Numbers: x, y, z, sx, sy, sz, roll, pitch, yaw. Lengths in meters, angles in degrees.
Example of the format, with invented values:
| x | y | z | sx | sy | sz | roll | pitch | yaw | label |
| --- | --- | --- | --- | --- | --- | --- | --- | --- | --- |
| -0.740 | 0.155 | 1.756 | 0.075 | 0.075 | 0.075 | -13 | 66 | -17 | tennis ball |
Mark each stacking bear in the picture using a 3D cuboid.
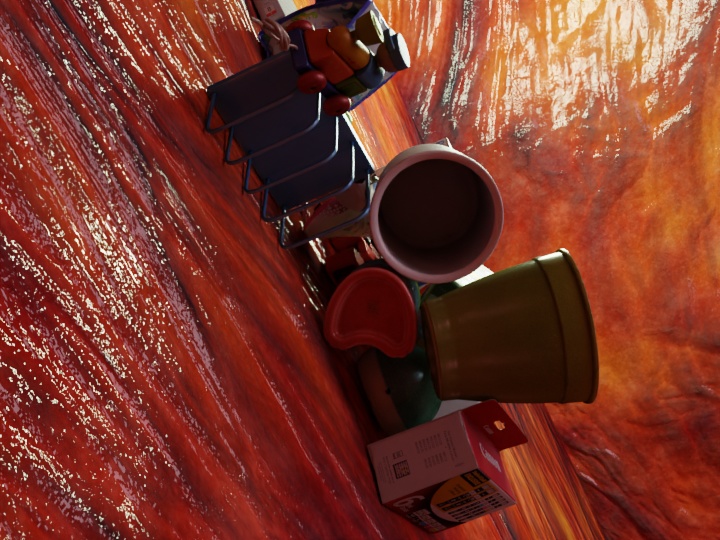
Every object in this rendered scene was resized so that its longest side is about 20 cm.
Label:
| x | y | z | sx | sy | sz | roll | pitch | yaw | label |
| --- | --- | --- | --- | --- | --- | --- | --- | --- | --- |
| 0.031 | 0.038 | 1.457 | 0.200 | 0.121 | 0.114 | -36 | 134 | -78 | stacking bear |

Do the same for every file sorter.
| x | y | z | sx | sy | sz | roll | pitch | yaw | label |
| --- | --- | --- | --- | --- | --- | --- | --- | --- | --- |
| -0.086 | -0.146 | 1.325 | 0.200 | 0.138 | 0.123 | 58 | 18 | -33 | file sorter |

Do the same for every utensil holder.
| x | y | z | sx | sy | sz | roll | pitch | yaw | label |
| --- | --- | --- | --- | --- | --- | --- | --- | --- | --- |
| 0.096 | -0.086 | 1.441 | 0.200 | 0.170 | 0.170 | -88 | 152 | -78 | utensil holder |

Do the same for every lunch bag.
| x | y | z | sx | sy | sz | roll | pitch | yaw | label |
| --- | --- | --- | --- | --- | --- | --- | --- | --- | --- |
| -0.042 | -0.355 | 1.765 | 0.170 | 0.199 | 0.128 | 48 | 22 | -54 | lunch bag |

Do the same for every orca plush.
| x | y | z | sx | sy | sz | roll | pitch | yaw | label |
| --- | --- | --- | --- | --- | --- | --- | --- | --- | --- |
| -0.046 | -0.169 | 1.450 | 0.200 | 0.105 | 0.071 | 38 | 56 | -24 | orca plush |

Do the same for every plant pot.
| x | y | z | sx | sy | sz | roll | pitch | yaw | label |
| --- | --- | --- | --- | --- | --- | --- | --- | --- | --- |
| 0.180 | 0.086 | 1.366 | 0.200 | 0.192 | 0.201 | 171 | -90 | -87 | plant pot |

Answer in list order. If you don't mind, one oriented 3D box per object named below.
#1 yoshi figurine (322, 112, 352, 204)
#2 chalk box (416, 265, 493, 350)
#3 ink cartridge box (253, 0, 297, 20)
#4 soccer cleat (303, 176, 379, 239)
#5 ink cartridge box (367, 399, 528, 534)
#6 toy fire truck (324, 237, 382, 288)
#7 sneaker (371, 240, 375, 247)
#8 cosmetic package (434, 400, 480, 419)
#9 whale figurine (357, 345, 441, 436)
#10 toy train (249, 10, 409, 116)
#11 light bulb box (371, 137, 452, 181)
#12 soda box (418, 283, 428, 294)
| x | y | z | sx | sy | sz | roll | pitch | yaw | label |
| --- | --- | --- | --- | --- | --- | --- | --- | --- | --- |
| -0.067 | -0.193 | 1.545 | 0.200 | 0.112 | 0.113 | 69 | 27 | -54 | yoshi figurine |
| 0.139 | 0.072 | 1.542 | 0.125 | 0.124 | 0.200 | 37 | 21 | 2 | chalk box |
| -0.159 | -0.483 | 1.905 | 0.200 | 0.050 | 0.162 | 62 | 10 | 20 | ink cartridge box |
| 0.000 | -0.078 | 1.553 | 0.086 | 0.070 | 0.200 | 47 | 39 | 10 | soccer cleat |
| 0.129 | 0.259 | 1.396 | 0.200 | 0.175 | 0.084 | 47 | 23 | -57 | ink cartridge box |
| 0.000 | 0.000 | 1.635 | 0.200 | 0.049 | 0.141 | 55 | 17 | -48 | toy fire truck |
| 0.046 | -0.040 | 1.898 | 0.092 | 0.075 | 0.201 | -91 | 163 | -80 | sneaker |
| 0.122 | 0.196 | 1.635 | 0.074 | 0.101 | 0.201 | 99 | -21 | -59 | cosmetic package |
| 0.067 | 0.157 | 1.494 | 0.200 | 0.103 | 0.160 | 18 | 49 | -77 | whale figurine |
| -0.027 | -0.257 | 1.204 | 0.200 | 0.115 | 0.085 | 32 | 41 | -63 | toy train |
| 0.115 | -0.103 | 1.977 | 0.199 | 0.199 | 0.125 | 58 | 14 | -32 | light bulb box |
| 0.079 | 0.006 | 1.726 | 0.200 | 0.064 | 0.068 | 98 | -15 | -56 | soda box |
